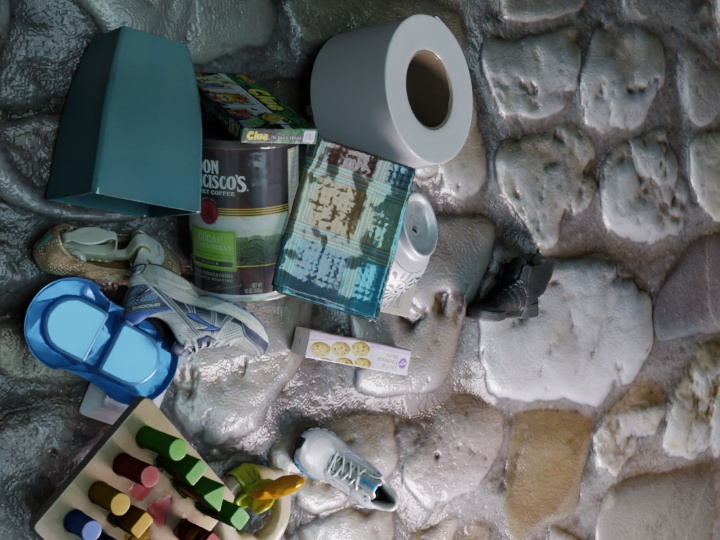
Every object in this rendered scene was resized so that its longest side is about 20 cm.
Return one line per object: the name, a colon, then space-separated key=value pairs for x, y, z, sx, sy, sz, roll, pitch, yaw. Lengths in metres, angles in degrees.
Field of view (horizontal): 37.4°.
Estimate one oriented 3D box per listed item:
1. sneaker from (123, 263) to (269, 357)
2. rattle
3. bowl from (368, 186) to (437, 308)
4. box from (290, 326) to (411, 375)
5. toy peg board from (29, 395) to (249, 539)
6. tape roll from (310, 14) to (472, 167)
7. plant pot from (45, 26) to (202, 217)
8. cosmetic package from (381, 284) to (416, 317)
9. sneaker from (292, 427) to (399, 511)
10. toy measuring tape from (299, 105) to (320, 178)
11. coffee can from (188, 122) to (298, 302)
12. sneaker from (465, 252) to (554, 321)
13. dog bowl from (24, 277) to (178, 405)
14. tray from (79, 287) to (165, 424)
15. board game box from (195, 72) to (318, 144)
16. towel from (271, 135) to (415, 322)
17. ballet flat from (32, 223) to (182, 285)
sneaker: x=-0.205 y=0.072 z=1.306 sx=0.198 sy=0.077 sz=0.086 roll=28 pitch=65 yaw=-24
rattle: x=-0.127 y=0.374 z=1.454 sx=0.130 sy=0.141 sz=0.203 roll=21 pitch=76 yaw=-56
bowl: x=0.043 y=-0.053 z=1.417 sx=0.200 sy=0.093 sz=0.204 roll=20 pitch=66 yaw=-53
box: x=-0.012 y=0.119 z=1.568 sx=0.198 sy=0.038 sz=0.042 roll=15 pitch=88 yaw=-38
toy peg board: x=-0.247 y=0.295 z=1.270 sx=0.200 sy=0.097 sz=0.201 roll=-50 pitch=123 yaw=-26
tape roll: x=0.045 y=-0.241 z=1.478 sx=0.201 sy=0.138 sz=0.206 roll=5 pitch=83 yaw=-49
plant pot: x=-0.272 y=-0.175 z=1.269 sx=0.140 sy=0.140 sz=0.203 roll=10 pitch=84 yaw=-38
cosmetic package: x=0.000 y=0.000 z=1.509 sx=0.199 sy=0.070 sz=0.107 roll=17 pitch=87 yaw=-54
sneaker: x=-0.013 y=0.296 z=1.562 sx=0.199 sy=0.086 sz=0.076 roll=37 pitch=75 yaw=-33
toy measuring tape: x=-0.096 y=-0.131 z=1.453 sx=0.073 sy=0.073 sz=0.203 roll=9 pitch=89 yaw=-38
coffee can: x=-0.148 y=-0.077 z=1.355 sx=0.145 sy=0.146 sz=0.203 roll=-12 pitch=110 yaw=-36
sneaker: x=0.246 y=0.025 z=1.747 sx=0.198 sy=0.060 sz=0.106 roll=-1 pitch=98 yaw=-43
dog bowl: x=-0.319 y=0.085 z=1.301 sx=0.199 sy=0.049 sz=0.113 roll=32 pitch=77 yaw=-27
tray: x=-0.277 y=0.106 z=1.371 sx=0.107 sy=0.022 sz=0.202 roll=26 pitch=80 yaw=-36
board game box: x=-0.144 y=-0.204 z=1.323 sx=0.104 sy=0.200 sz=0.024 roll=-1 pitch=118 yaw=-35
towel: x=-0.020 y=-0.051 z=1.326 sx=0.145 sy=0.022 sz=0.203 roll=16 pitch=87 yaw=-14
ballet flat: x=-0.297 y=-0.020 z=1.303 sx=0.198 sy=0.065 sz=0.071 roll=3 pitch=55 yaw=-39
